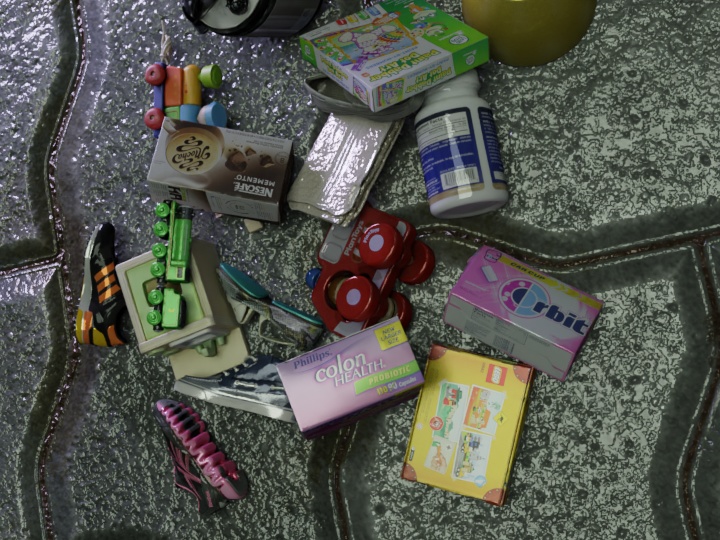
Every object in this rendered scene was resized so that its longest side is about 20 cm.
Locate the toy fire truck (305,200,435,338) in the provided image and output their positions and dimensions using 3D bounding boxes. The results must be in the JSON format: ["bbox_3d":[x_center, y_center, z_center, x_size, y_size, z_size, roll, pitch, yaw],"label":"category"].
[{"bbox_3d":[0.000,0.000,1.483,0.168,0.112,0.200,25,91,40],"label":"toy fire truck"}]

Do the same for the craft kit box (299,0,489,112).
[{"bbox_3d":[0.046,-0.318,1.435,0.200,0.049,0.198,-28,48,-21],"label":"craft kit box"}]

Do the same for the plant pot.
[{"bbox_3d":[0.234,-0.410,1.433,0.200,0.142,0.200,-2,83,14],"label":"plant pot"}]

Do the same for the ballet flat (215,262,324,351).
[{"bbox_3d":[-0.151,0.062,1.525,0.200,0.072,0.072,30,93,16],"label":"ballet flat"}]

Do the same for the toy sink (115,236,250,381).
[{"bbox_3d":[-0.272,0.066,1.533,0.130,0.112,0.200,-21,80,12],"label":"toy sink"}]

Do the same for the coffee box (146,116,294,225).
[{"bbox_3d":[-0.208,-0.149,1.514,0.200,0.080,0.113,11,68,0],"label":"coffee box"}]

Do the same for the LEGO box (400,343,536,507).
[{"bbox_3d":[0.155,0.216,1.424,0.149,0.077,0.200,13,88,15],"label":"LEGO box"}]

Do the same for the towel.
[{"bbox_3d":[-0.025,-0.167,1.499,0.133,0.034,0.200,20,80,39],"label":"towel"}]

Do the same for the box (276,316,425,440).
[{"bbox_3d":[-0.014,0.156,1.391,0.176,0.200,0.097,-21,77,-6],"label":"box"}]

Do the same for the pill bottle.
[{"bbox_3d":[0.141,-0.183,1.448,0.116,0.116,0.200,-11,81,13],"label":"pill bottle"}]

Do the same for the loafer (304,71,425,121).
[{"bbox_3d":[0.003,-0.260,1.459,0.200,0.070,0.070,6,73,37],"label":"loafer"}]

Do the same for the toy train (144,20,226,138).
[{"bbox_3d":[-0.269,-0.307,1.577,0.116,0.085,0.200,-3,84,22],"label":"toy train"}]

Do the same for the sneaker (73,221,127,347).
[{"bbox_3d":[-0.397,0.024,1.601,0.090,0.070,0.200,8,87,0],"label":"sneaker"}]

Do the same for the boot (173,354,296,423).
[{"bbox_3d":[-0.180,0.167,1.528,0.200,0.073,0.090,13,81,7],"label":"boot"}]

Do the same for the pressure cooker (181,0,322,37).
[{"bbox_3d":[-0.167,-0.436,1.490,0.179,0.200,0.176,14,109,29],"label":"pressure cooker"}]

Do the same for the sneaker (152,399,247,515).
[{"bbox_3d":[-0.265,0.290,1.536,0.095,0.079,0.200,-45,74,18],"label":"sneaker"}]

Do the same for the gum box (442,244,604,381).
[{"bbox_3d":[0.222,0.055,1.399,0.200,0.066,0.114,27,50,16],"label":"gum box"}]

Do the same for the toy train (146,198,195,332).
[{"bbox_3d":[-0.277,-0.008,1.471,0.056,0.042,0.200,2,80,7],"label":"toy train"}]

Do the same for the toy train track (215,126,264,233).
[{"bbox_3d":[-0.200,-0.156,1.578,0.115,0.033,0.200,-24,78,11],"label":"toy train track"}]
